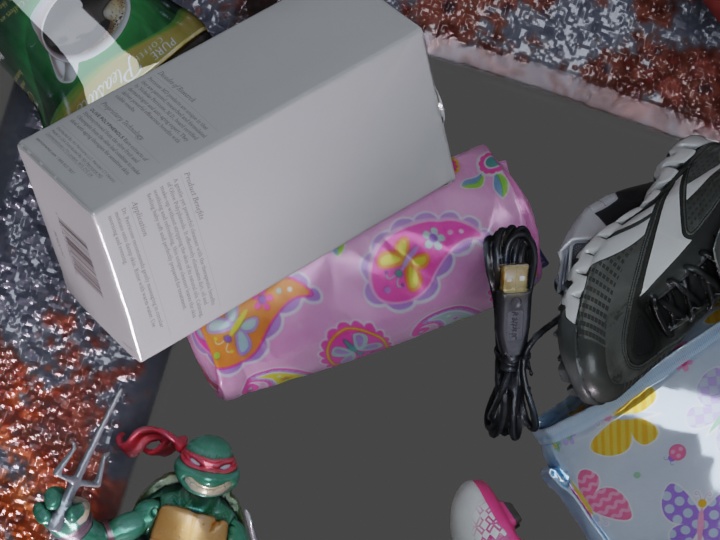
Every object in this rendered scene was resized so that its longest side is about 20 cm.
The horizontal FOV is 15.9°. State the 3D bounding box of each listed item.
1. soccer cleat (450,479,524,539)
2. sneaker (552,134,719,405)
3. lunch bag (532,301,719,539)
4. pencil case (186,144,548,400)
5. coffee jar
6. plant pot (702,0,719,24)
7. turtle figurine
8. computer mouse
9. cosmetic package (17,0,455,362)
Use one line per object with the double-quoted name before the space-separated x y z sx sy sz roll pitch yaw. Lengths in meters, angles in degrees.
"soccer cleat" 0.077 0.215 1.392 0.086 0.070 0.200 -23 92 -4
"sneaker" 0.171 -0.006 1.316 0.200 0.090 0.067 -50 124 -39
"lunch bag" 0.206 0.100 1.377 0.200 0.127 0.170 -36 93 -15
"pencil case" 0.000 0.000 1.383 0.200 0.087 0.088 -22 92 -5
"coffee jar" -0.160 -0.141 1.365 0.104 0.085 0.200 -40 92 -8
"plant pot" 0.222 -0.228 1.357 0.200 0.200 0.178 -29 102 -4
"turtle figurine" -0.096 0.162 1.364 0.149 0.101 0.201 15 104 10
"computer mouse" 0.121 0.005 1.370 0.044 0.200 0.110 8 114 36
"cosmetic package" -0.059 -0.055 1.316 0.200 0.085 0.108 -30 133 -20
